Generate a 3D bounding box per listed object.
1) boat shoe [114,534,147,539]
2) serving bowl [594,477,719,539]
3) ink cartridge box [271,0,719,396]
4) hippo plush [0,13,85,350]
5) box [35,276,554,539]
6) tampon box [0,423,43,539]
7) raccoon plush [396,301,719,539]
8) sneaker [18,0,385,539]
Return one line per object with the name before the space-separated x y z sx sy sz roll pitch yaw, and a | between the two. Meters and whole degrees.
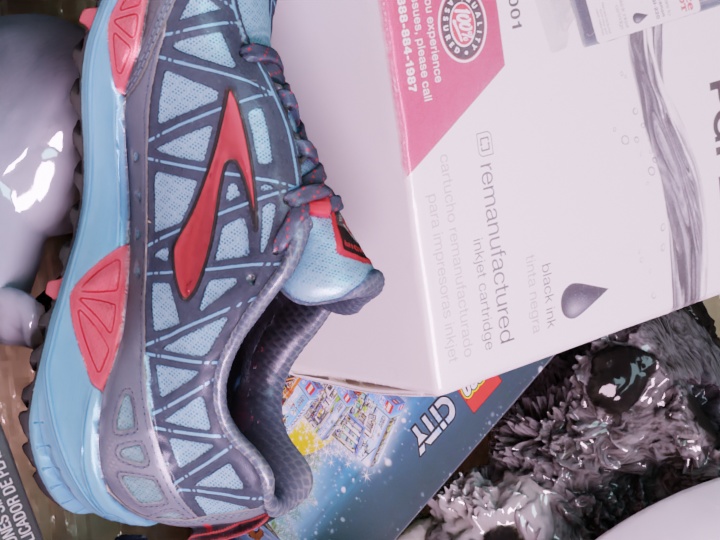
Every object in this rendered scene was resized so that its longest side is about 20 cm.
boat shoe | -0.066 0.181 0.850 0.075 0.093 0.200 10 106 -10
serving bowl | 0.136 0.167 0.932 0.200 0.066 0.200 -14 127 -19
ink cartridge box | 0.063 -0.055 0.869 0.200 0.085 0.146 -19 106 -39
hippo plush | -0.137 -0.043 0.773 0.161 0.159 0.200 48 69 -27
box | 0.000 0.000 0.904 0.200 0.038 0.137 -46 109 -33
tampon box | -0.185 0.146 0.732 0.200 0.126 0.150 -24 95 -37
raccoon plush | 0.080 0.068 0.993 0.097 0.134 0.200 52 21 -9
sneaker | -0.031 -0.019 0.778 0.079 0.095 0.200 -8 109 -66
